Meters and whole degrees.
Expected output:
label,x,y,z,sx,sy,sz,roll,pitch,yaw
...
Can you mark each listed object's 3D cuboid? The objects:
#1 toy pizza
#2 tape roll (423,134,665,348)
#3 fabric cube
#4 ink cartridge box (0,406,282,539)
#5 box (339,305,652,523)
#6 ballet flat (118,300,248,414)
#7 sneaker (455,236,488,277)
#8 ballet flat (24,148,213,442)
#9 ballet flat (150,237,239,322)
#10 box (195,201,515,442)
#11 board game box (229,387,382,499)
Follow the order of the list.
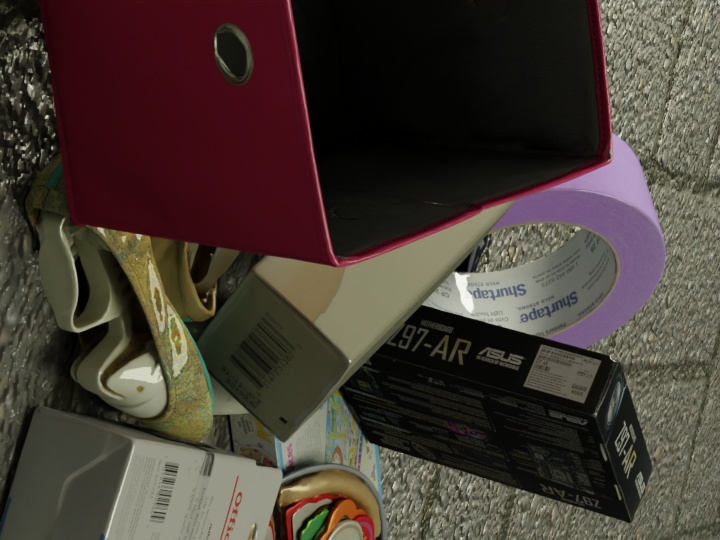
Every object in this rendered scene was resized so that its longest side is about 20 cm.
label,x,y,z,sx,sy,sz,roll,pitch,yaw
toy pizza,-0.047,0.221,1.443,0.200,0.032,0.201,-28,132,-37
tape roll,0.099,-0.014,1.463,0.200,0.199,0.066,68,7,-53
fabric cube,-0.023,-0.128,1.058,0.199,0.199,0.197,-21,111,-40
ink cartridge box,-0.125,0.150,1.250,0.200,0.068,0.117,24,83,-66
box,0.081,0.087,1.428,0.044,0.199,0.160,-64,153,-22
ballet flat,-0.075,0.051,1.309,0.200,0.068,0.068,-18,121,-63
sneaker,0.076,-0.051,1.514,0.200,0.070,0.109,149,-36,-78
ballet flat,-0.132,0.025,1.166,0.071,0.070,0.201,-52,139,-43
ballet flat,-0.077,-0.062,1.247,0.069,0.063,0.201,34,71,-63
box,0.000,0.000,1.278,0.200,0.078,0.095,-44,175,-46
board game box,-0.034,0.129,1.488,0.135,0.034,0.201,-51,146,-45
